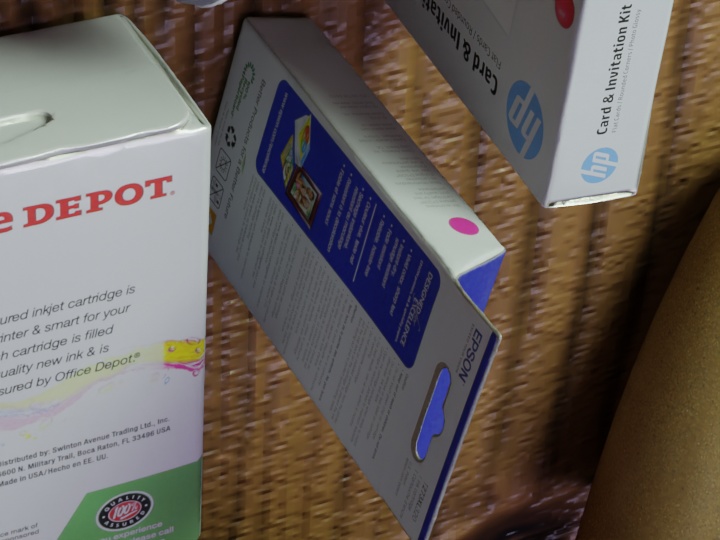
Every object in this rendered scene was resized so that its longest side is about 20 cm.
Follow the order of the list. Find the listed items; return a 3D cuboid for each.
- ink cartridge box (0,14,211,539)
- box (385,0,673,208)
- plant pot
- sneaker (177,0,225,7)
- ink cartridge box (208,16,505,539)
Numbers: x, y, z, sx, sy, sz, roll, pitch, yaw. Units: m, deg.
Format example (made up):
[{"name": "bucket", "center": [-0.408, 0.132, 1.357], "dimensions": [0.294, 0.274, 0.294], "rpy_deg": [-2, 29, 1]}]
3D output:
[{"name": "ink cartridge box", "center": [-0.136, 0.020, 0.940], "dimensions": [0.145, 0.084, 0.200], "rpy_deg": [-14, 131, -21]}, {"name": "box", "center": [0.060, -0.148, 0.873], "dimensions": [0.041, 0.156, 0.200], "rpy_deg": [-10, 130, -21]}, {"name": "plant pot", "center": [0.195, 0.049, 1.112], "dimensions": [0.186, 0.186, 0.200], "rpy_deg": [-6, 114, -27]}, {"name": "sneaker", "center": [-0.097, -0.160, 0.821], "dimensions": [0.077, 0.078, 0.200], "rpy_deg": [-40, 126, -16]}, {"name": "ink cartridge box", "center": [0.000, 0.000, 0.924], "dimensions": [0.037, 0.200, 0.095], "rpy_deg": [-2, 127, -29]}]
